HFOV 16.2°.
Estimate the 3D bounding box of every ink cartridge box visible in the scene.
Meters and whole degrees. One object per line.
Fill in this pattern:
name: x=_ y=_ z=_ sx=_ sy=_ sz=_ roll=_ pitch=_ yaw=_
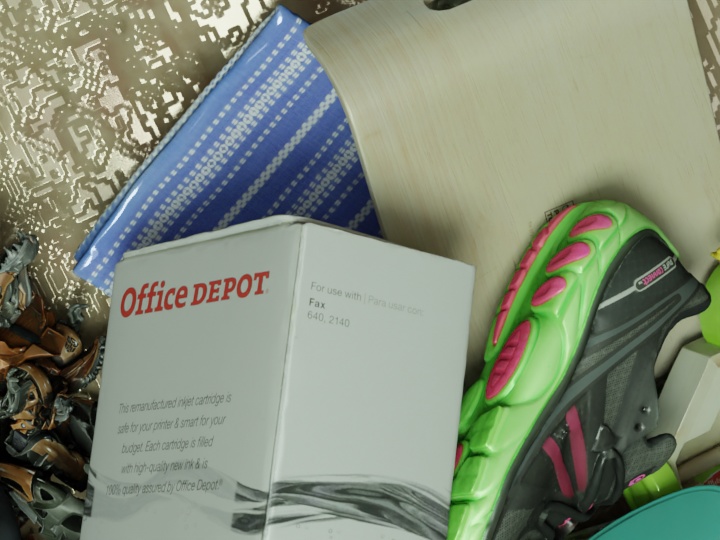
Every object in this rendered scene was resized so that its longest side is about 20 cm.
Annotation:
ink cartridge box: x=-0.038 y=0.092 z=0.941 sx=0.086 sy=0.146 sz=0.200 roll=15 pitch=77 yaw=-30

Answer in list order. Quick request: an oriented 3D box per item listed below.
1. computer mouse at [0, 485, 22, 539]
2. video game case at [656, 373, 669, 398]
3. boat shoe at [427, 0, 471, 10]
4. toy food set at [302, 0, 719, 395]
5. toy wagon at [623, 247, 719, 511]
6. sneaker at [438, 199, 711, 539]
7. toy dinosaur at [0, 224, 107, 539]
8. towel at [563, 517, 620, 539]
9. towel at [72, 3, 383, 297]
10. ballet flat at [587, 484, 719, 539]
computer mouse: x=-0.192 y=0.108 z=1.046 sx=0.053 sy=0.200 sz=0.139 roll=-16 pitch=98 yaw=-38
video game case: x=0.193 y=0.098 z=1.097 sx=0.143 sy=0.018 sz=0.200 roll=-3 pitch=102 yaw=1
boat shoe: x=0.047 y=-0.117 z=1.035 sx=0.075 sy=0.062 sz=0.200 roll=-2 pitch=117 yaw=-3
toy food set: x=0.070 y=-0.030 z=1.012 sx=0.143 sy=0.060 sz=0.200 roll=-23 pitch=116 yaw=-12
toy wagon: x=0.177 y=0.070 z=1.031 sx=0.155 sy=0.040 sz=0.200 roll=-24 pitch=108 yaw=-21
sneaker: x=0.073 y=0.072 z=0.953 sx=0.084 sy=0.077 sz=0.200 roll=30 pitch=85 yaw=-17
toy dinosaur: x=-0.135 y=0.073 z=1.075 sx=0.136 sy=0.102 sz=0.200 roll=9 pitch=140 yaw=14
towel: x=0.088 y=0.206 z=1.052 sx=0.171 sy=0.048 sz=0.200 roll=-14 pitch=105 yaw=-27
towel: x=0.000 y=0.000 z=1.045 sx=0.200 sy=0.024 sz=0.145 roll=35 pitch=107 yaw=-22
ballet flat: x=0.080 y=0.160 z=0.974 sx=0.200 sy=0.069 sz=0.071 roll=-38 pitch=130 yaw=-1
